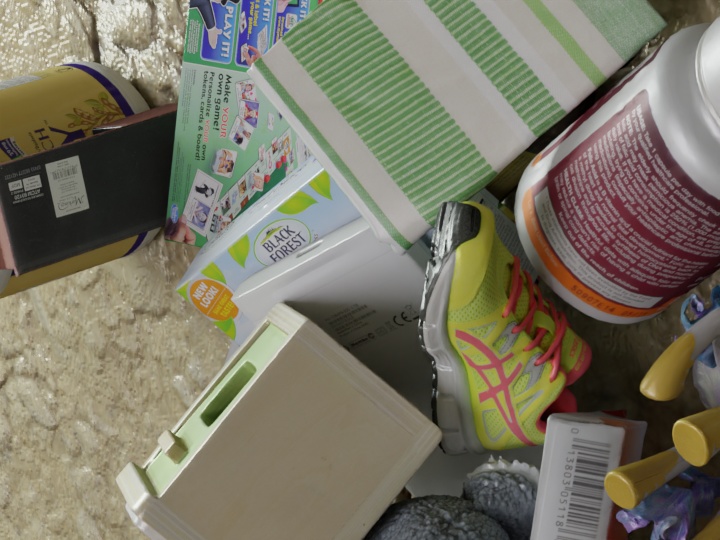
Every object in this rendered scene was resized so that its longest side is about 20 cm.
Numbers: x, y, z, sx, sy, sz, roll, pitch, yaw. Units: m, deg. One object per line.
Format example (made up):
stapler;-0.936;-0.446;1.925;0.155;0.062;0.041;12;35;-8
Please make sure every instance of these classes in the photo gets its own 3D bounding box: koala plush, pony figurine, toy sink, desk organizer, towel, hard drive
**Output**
koala plush;0.041;0.202;1.580;0.184;0.177;0.200;39;140;24
pony figurine;0.218;0.077;1.464;0.166;0.200;0.193;29;142;30
toy sink;-0.066;0.127;1.567;0.112;0.200;0.130;39;178;-9
desk organizer;-0.174;-0.058;1.823;0.077;0.200;0.072;0;106;51
towel;0.051;-0.125;1.538;0.200;0.023;0.153;-42;71;10
hard drive;0.033;0.060;1.640;0.132;0.027;0.200;-27;112;41

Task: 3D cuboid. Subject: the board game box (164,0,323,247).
board game box;-0.060;-0.107;1.754;0.134;0.029;0.201;13;100;38

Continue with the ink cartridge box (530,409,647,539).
ink cartridge box;0.136;0.162;1.554;0.050;0.200;0.163;9;91;19

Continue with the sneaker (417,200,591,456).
sneaker;0.083;0.031;1.525;0.090;0.078;0.200;4;145;12

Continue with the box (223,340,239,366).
box;-0.040;0.051;1.830;0.082;0.049;0.200;46;135;28

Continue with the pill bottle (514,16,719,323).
pill bottle;0.181;-0.062;1.479;0.200;0.114;0.114;-42;74;49

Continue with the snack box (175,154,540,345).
snack box;0.000;0.000;1.662;0.142;0.053;0.200;42;135;-10

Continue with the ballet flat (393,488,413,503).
ballet flat;0.021;0.124;1.782;0.067;0.062;0.201;19;119;43

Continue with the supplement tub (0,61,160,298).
supplement tub;-0.248;-0.057;1.907;0.145;0.200;0.146;23;122;42

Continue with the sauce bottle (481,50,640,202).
sauce bottle;0.094;-0.092;1.607;0.200;0.065;0.065;-42;74;47
